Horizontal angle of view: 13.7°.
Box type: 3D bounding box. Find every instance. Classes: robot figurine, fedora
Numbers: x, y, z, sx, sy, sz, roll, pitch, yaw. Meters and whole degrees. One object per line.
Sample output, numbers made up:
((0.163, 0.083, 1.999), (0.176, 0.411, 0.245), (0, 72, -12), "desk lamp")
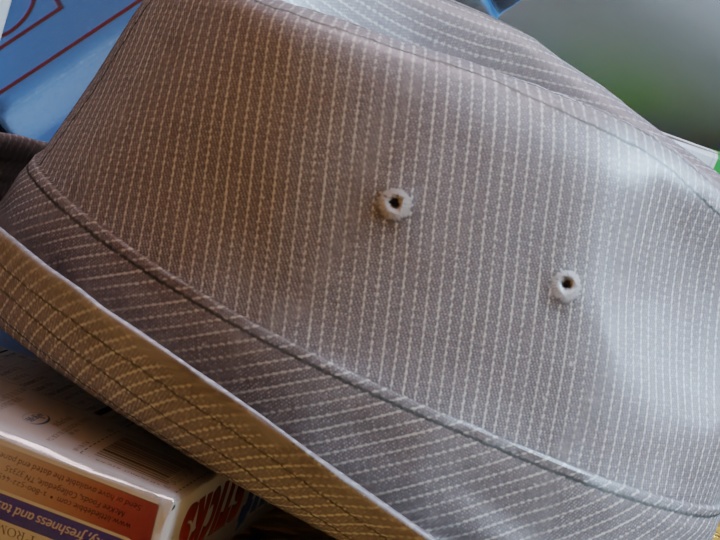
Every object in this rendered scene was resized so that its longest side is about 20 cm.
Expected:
((0.117, -0.094, 1.031), (0.200, 0.113, 0.170), (35, -37, -2), "robot figurine")
((0.018, -0.001, 0.595), (0.200, 0.090, 0.177), (28, 9, -6), "fedora")

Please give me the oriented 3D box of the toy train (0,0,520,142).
((-0.059, -0.072, 0.788), (0.114, 0.200, 0.087), (58, 3, 37), "toy train")

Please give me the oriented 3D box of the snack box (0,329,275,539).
((-0.050, 0.030, 0.618), (0.072, 0.024, 0.200), (19, 7, 8), "snack box")

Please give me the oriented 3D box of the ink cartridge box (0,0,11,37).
((-0.199, -0.091, 0.707), (0.200, 0.147, 0.146), (21, 7, 31), "ink cartridge box")

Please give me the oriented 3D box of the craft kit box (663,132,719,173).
((0.005, -0.052, 0.948), (0.197, 0.049, 0.200), (11, 7, -37), "craft kit box")
